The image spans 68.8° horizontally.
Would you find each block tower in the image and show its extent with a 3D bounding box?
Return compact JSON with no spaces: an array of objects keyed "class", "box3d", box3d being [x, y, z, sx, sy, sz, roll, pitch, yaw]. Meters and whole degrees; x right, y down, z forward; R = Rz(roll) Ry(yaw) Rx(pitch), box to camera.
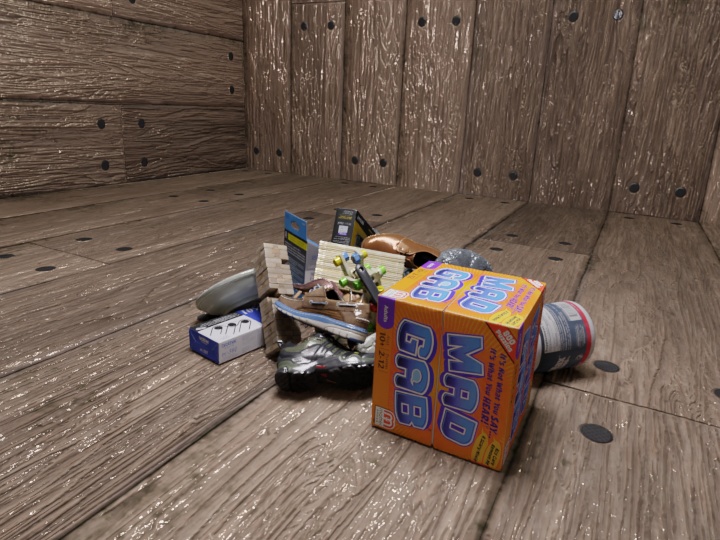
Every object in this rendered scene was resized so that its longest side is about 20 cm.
[{"class":"block tower","box3d":[-0.159,0.054,1.002,0.057,0.205,0.054,6,-27,-36]}]

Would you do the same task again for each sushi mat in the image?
[{"class":"sushi mat","box3d":[0.000,0.000,1.125,0.194,0.099,0.012,10,-14,-9]}]

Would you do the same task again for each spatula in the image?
[{"class":"spatula","box3d":[0.049,0.071,0.948,0.056,0.021,0.202,-28,73,-31]}]

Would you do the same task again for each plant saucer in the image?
[{"class":"plant saucer","box3d":[-0.246,0.056,1.108,0.196,0.051,0.200,-24,-11,-5]}]

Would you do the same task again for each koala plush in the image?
[{"class":"koala plush","box3d":[0.176,0.058,1.088,0.176,0.187,0.199,-33,4,-27]}]

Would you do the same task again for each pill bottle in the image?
[{"class":"pill bottle","box3d":[0.308,0.124,0.946,0.194,0.123,0.119,-5,18,-22]}]

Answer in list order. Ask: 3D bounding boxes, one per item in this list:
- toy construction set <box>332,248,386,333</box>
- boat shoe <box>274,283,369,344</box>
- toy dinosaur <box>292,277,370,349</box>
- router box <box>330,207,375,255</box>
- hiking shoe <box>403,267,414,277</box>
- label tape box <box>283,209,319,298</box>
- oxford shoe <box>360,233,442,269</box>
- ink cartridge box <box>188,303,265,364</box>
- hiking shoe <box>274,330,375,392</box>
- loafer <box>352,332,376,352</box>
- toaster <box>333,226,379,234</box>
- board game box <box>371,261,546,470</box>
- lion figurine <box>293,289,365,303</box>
[{"class":"toy construction set","box3d":[0.021,0.059,1.047,0.092,0.202,0.130,-41,39,-17]},{"class":"boat shoe","box3d":[-0.063,0.066,0.913,0.196,0.074,0.072,16,-9,30]},{"class":"toy dinosaur","box3d":[-0.051,0.067,0.987,0.085,0.137,0.201,-25,63,-36]},{"class":"router box","box3d":[-0.020,-0.040,1.237,0.051,0.162,0.200,8,-8,16]},{"class":"hiking shoe","box3d":[0.105,0.043,1.250,0.075,0.086,0.200,51,8,11]},{"class":"label tape box","box3d":[-0.130,-0.026,1.220,0.062,0.206,0.144,-3,17,-29]},{"class":"oxford shoe","box3d":[0.095,-0.040,1.183,0.194,0.074,0.071,10,10,3]},{"class":"ink cartridge box","box3d":[-0.224,0.115,1.025,0.092,0.046,0.198,16,21,34]},{"class":"hiking shoe","box3d":[-0.044,0.139,0.871,0.194,0.077,0.102,0,47,-8]},{"class":"loafer","box3d":[0.059,0.140,0.972,0.196,0.072,0.070,-16,-10,-33]},{"class":"toaster","box3d":[-0.009,-0.068,1.528,0.125,0.117,0.200,1,15,-11]},{"class":"board game box","box3d":[0.148,0.123,0.783,0.195,0.206,0.199,11,20,27]},{"class":"lion figurine","box3d":[-0.067,0.060,1.136,0.195,0.074,0.124,18,35,-4]}]
